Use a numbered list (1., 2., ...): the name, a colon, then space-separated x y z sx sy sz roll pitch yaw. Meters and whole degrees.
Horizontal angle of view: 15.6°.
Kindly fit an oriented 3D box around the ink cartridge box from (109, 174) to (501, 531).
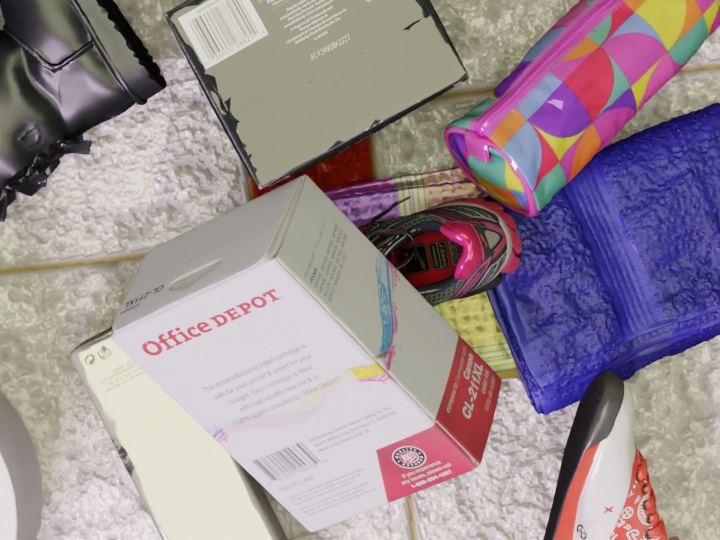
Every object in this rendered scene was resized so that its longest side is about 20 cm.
1. ink cartridge box: -0.032 0.054 1.633 0.146 0.083 0.200 -24 121 36

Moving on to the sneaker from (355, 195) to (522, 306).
1. sneaker: 0.000 0.000 1.678 0.200 0.075 0.081 -21 88 22

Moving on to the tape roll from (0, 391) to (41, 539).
1. tape roll: -0.310 0.152 1.689 0.202 0.139 0.203 0 93 0

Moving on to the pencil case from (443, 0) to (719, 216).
1. pencil case: 0.144 -0.127 1.685 0.088 0.088 0.200 42 76 -2

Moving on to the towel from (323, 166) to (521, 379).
1. towel: 0.027 0.010 1.743 0.199 0.023 0.144 -9 94 1

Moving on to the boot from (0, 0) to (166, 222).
1. boot: -0.238 -0.145 1.712 0.162 0.073 0.199 -33 91 7

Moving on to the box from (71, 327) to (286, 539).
1. box: -0.112 0.125 1.712 0.068 0.082 0.200 -26 92 1

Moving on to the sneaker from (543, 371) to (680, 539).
1. sneaker: 0.179 0.164 1.714 0.108 0.067 0.202 12 112 -2

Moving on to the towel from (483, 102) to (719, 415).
1. towel: 0.179 -0.009 1.716 0.199 0.050 0.148 -23 96 -7

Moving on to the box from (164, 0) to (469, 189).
1. box: -0.026 -0.137 1.645 0.148 0.200 0.125 -28 92 2
